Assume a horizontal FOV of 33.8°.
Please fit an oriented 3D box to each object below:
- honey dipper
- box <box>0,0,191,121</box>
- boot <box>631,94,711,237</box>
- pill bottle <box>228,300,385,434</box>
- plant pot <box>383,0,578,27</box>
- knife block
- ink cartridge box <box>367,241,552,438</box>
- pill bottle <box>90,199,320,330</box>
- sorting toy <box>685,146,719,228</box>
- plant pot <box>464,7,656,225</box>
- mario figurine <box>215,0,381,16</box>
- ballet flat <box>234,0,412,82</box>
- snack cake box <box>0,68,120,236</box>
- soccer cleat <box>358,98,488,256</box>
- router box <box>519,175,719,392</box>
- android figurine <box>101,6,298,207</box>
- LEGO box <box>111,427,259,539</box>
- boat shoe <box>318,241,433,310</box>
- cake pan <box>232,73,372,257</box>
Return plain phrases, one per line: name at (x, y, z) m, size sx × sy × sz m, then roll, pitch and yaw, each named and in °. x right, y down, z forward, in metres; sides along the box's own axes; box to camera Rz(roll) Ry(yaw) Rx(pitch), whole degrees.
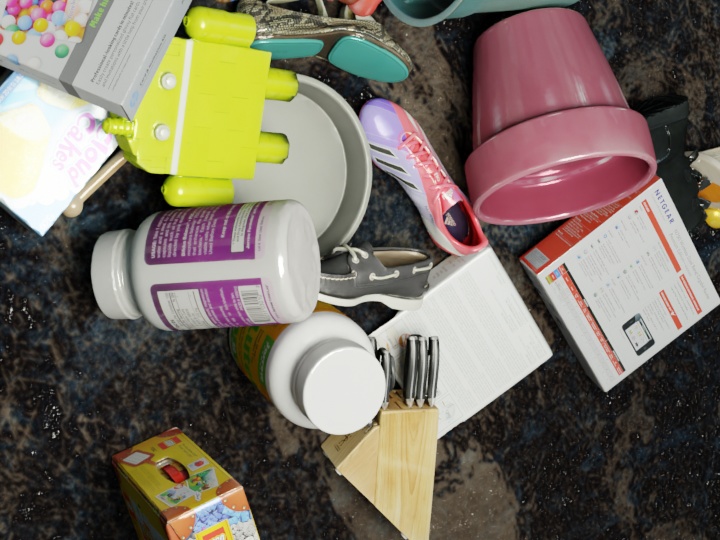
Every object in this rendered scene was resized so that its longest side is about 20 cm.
honey dipper at (-0.214, -0.126, 1.137) m, size 0.200 × 0.038 × 0.038 m, roll -45°, pitch 114°, yaw -11°
box at (-0.255, -0.239, 1.024) m, size 0.197 × 0.041 × 0.158 m, roll 23°, pitch 77°, yaw 9°
boot at (0.323, -0.105, 1.398) m, size 0.196 × 0.073 × 0.165 m, roll -20°, pitch 112°, yaw -22°
pill bottle at (-0.051, 0.086, 1.150) m, size 0.109 × 0.200 × 0.113 m, roll -6°, pitch 105°, yaw -21°
plant pot at (0.140, -0.350, 1.206) m, size 0.193 × 0.199 × 0.204 m, roll -6°, pitch 100°, yaw -34°
knife block at (0.053, 0.169, 1.282) m, size 0.175 × 0.064 × 0.200 m, roll -44°, pitch 114°, yaw -3°
ink cartridge box at (0.098, 0.086, 1.332) m, size 0.198 × 0.050 × 0.163 m, roll -34°, pitch 112°, yaw -1°
pill bottle at (-0.144, -0.003, 1.100) m, size 0.196 × 0.112 × 0.114 m, roll -4°, pitch 102°, yaw 16°
sorting toy at (0.522, -0.106, 1.434) m, size 0.197 × 0.179 × 0.109 m, roll -15°, pitch 104°, yaw -24°
plant pot at (0.197, -0.165, 1.250) m, size 0.197 × 0.200 × 0.182 m, roll -2°, pitch 72°, yaw -27°
mario figurine at (-0.050, -0.310, 1.139) m, size 0.196 × 0.106 × 0.125 m, roll -6°, pitch 68°, yaw -21°
ballet flat at (-0.036, -0.244, 1.199) m, size 0.197 × 0.068 × 0.077 m, roll 4°, pitch 70°, yaw -26°
snack cake box at (-0.275, -0.146, 1.082) m, size 0.115 × 0.067 × 0.201 m, roll 43°, pitch 78°, yaw -24°
soccer cleat at (0.070, -0.099, 1.260) m, size 0.067 × 0.076 × 0.201 m, roll -41°, pitch 113°, yaw -16°
router box at (0.304, 0.013, 1.375) m, size 0.178 × 0.049 × 0.201 m, roll -36°, pitch 120°, yaw -2°
android figurine at (-0.148, -0.150, 1.097) m, size 0.198 × 0.041 × 0.186 m, roll 2°, pitch 103°, yaw -40°
LEGO box at (-0.157, 0.255, 1.126) m, size 0.076 × 0.199 × 0.151 m, roll -22°, pitch 107°, yaw -21°
boat shoe at (0.000, 0.000, 1.205) m, size 0.198 × 0.074 × 0.061 m, roll 7°, pitch 110°, yaw -42°
cake pan at (-0.082, -0.098, 1.204) m, size 0.197 × 0.037 × 0.204 m, roll -4°, pitch 100°, yaw -26°
